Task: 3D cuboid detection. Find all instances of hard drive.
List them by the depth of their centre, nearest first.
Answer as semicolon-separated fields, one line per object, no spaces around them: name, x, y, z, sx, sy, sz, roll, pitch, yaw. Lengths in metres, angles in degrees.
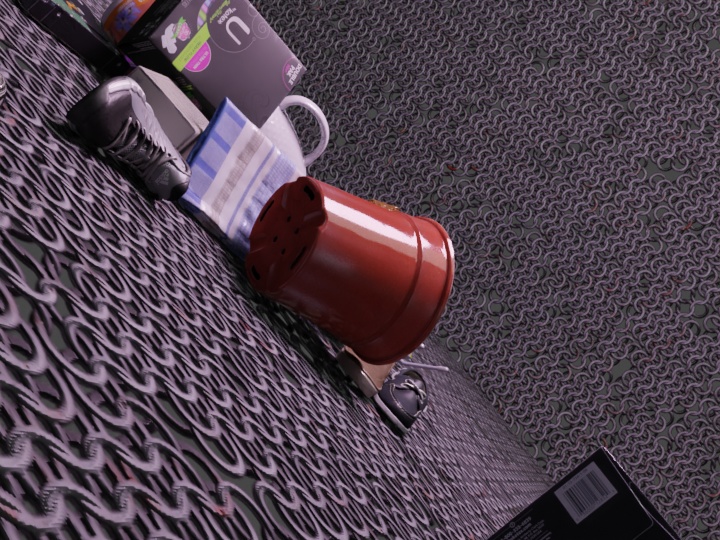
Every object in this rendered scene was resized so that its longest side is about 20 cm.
hard drive;-0.393;-0.341;1.246;0.140;0.038;0.200;52;4;21

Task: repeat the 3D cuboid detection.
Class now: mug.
mug;-0.146;-0.203;1.536;0.176;0.199;0.148;59;12;-26

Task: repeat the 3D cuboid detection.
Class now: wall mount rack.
wall mount rack;0.066;0.122;1.727;0.174;0.074;0.200;54;6;37

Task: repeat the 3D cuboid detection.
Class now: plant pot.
plant pot;-0.022;-0.009;1.173;0.194;0.201;0.201;26;18;-36

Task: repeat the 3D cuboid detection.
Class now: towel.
towel;-0.136;-0.095;1.187;0.024;0.148;0.200;7;-28;43

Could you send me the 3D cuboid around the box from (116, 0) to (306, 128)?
box;-0.206;-0.298;1.343;0.200;0.149;0.124;47;-19;-31

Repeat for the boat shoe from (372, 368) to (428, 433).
boat shoe;0.062;0.175;1.348;0.076;0.060;0.200;50;4;-3

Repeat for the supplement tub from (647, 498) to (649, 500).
supplement tub;0.823;0.787;2.911;0.123;0.200;0.123;49;5;-6

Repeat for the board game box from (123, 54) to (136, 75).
board game box;-0.265;-0.306;1.484;0.198;0.033;0.120;3;25;-16

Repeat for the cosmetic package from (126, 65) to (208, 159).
cosmetic package;-0.246;-0.186;1.195;0.104;0.073;0.200;49;5;-5

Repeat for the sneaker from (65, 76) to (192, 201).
sneaker;-0.219;-0.125;0.975;0.116;0.075;0.200;52;4;0

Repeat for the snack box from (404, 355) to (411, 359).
snack box;0.034;0.031;1.555;0.169;0.067;0.202;40;49;-66

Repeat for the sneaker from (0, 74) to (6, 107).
sneaker;-0.277;-0.154;0.557;0.078;0.085;0.200;52;4;33

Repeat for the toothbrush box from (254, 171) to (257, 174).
toothbrush box;-0.138;-0.082;1.320;0.200;0.085;0.147;46;5;-40

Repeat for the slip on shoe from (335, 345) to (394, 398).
slip on shoe;0.016;0.124;1.314;0.076;0.060;0.200;50;4;6

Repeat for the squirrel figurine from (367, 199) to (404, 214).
squirrel figurine;0.000;0.000;1.382;0.141;0.188;0.200;16;-10;-27

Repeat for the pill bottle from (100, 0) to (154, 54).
pill bottle;-0.328;-0.364;1.593;0.200;0.112;0.112;49;5;2

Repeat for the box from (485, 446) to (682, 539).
box;0.191;0.281;0.856;0.115;0.200;0.132;47;5;-46
